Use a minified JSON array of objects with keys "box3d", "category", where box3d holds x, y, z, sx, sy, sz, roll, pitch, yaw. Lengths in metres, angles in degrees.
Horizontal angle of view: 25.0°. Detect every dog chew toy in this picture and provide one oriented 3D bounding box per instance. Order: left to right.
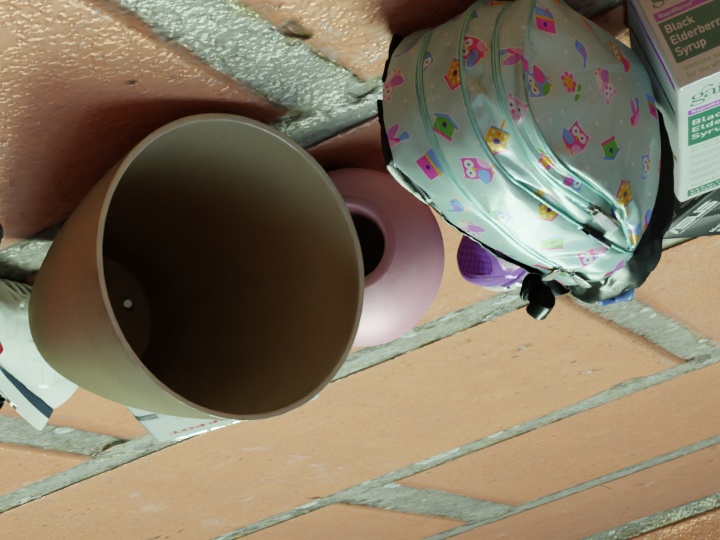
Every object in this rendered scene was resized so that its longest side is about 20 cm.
[{"box3d":[0.000,0.000,1.167,0.124,0.125,0.200,-16,169,2],"category":"dog chew toy"}]

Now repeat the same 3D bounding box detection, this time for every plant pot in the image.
[{"box3d":[-0.132,0.015,1.049,0.187,0.187,0.200,0,169,-37],"category":"plant pot"}]

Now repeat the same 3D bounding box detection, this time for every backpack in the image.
[{"box3d":[0.103,-0.083,0.973,0.127,0.167,0.200,-24,144,34],"category":"backpack"}]

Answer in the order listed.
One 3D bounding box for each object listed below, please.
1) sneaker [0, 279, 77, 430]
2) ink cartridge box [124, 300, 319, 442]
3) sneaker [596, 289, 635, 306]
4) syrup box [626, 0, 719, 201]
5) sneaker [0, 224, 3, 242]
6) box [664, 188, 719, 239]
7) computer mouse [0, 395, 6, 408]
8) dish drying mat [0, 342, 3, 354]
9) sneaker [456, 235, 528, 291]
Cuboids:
[{"box3d":[-0.250,0.038,1.162,0.080,0.076,0.200,-43,155,-11],"category":"sneaker"},{"box3d":[-0.119,0.058,1.274,0.146,0.084,0.200,-15,161,-1],"category":"ink cartridge box"},{"box3d":[0.199,-0.035,1.259,0.075,0.088,0.200,-15,159,4],"category":"sneaker"},{"box3d":[0.224,-0.123,1.042,0.079,0.081,0.200,-23,161,3],"category":"syrup box"},{"box3d":[-0.314,0.010,0.985,0.200,0.091,0.066,-8,160,-20],"category":"sneaker"},{"box3d":[0.338,-0.089,1.283,0.160,0.044,0.200,-5,158,-28],"category":"box"},{"box3d":[-0.343,0.084,1.236,0.200,0.044,0.110,-1,156,-36],"category":"computer mouse"},{"box3d":[-0.273,0.000,0.951,0.077,0.018,0.200,-37,141,-21],"category":"dish drying mat"},{"box3d":[0.112,-0.055,1.169,0.088,0.081,0.200,3,149,-28],"category":"sneaker"}]
